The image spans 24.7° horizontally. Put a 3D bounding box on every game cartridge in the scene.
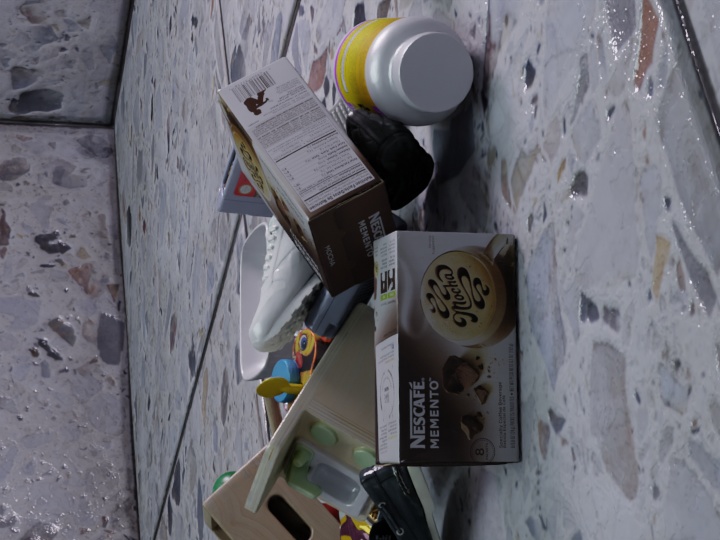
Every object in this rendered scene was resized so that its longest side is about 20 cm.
[{"bbox_3d":[-0.095,-0.127,2.016,0.200,0.132,0.041,116,152,-56],"label":"game cartridge"},{"bbox_3d":[0.000,0.000,1.672,0.134,0.041,0.200,-57,-5,5],"label":"game cartridge"}]

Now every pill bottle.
[{"bbox_3d":[0.044,-0.193,1.593,0.200,0.103,0.105,-153,65,-74],"label":"pill bottle"}]

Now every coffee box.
[{"bbox_3d":[-0.048,-0.089,1.540,0.200,0.079,0.113,54,167,37],"label":"coffee box"},{"bbox_3d":[0.073,0.071,1.443,0.080,0.112,0.202,157,114,-73],"label":"coffee box"}]

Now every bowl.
[{"bbox_3d":[-0.111,0.043,2.202,0.200,0.074,0.202,145,124,-71],"label":"bowl"}]

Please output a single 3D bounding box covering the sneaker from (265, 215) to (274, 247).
[{"bbox_3d":[-0.073,-0.082,1.905,0.200,0.077,0.141,42,-149,-72],"label":"sneaker"}]

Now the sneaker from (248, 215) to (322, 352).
[{"bbox_3d":[-0.064,-0.012,1.622,0.201,0.080,0.076,-59,-3,-20],"label":"sneaker"}]

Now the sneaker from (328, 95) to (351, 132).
[{"bbox_3d":[-0.019,-0.126,1.787,0.201,0.072,0.115,-54,-11,-33],"label":"sneaker"}]

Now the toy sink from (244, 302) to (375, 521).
[{"bbox_3d":[-0.011,0.158,1.605,0.200,0.111,0.131,-57,-8,-39],"label":"toy sink"}]

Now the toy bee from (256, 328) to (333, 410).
[{"bbox_3d":[-0.054,0.106,1.753,0.109,0.130,0.201,-33,78,57],"label":"toy bee"}]

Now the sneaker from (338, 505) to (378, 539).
[{"bbox_3d":[-0.002,0.252,1.779,0.200,0.074,0.091,-116,36,-61],"label":"sneaker"}]

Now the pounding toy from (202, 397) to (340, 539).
[{"bbox_3d":[-0.090,0.268,1.865,0.200,0.142,0.184,47,166,9],"label":"pounding toy"}]

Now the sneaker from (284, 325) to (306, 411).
[{"bbox_3d":[-0.025,0.097,1.890,0.088,0.081,0.201,-28,38,30],"label":"sneaker"}]

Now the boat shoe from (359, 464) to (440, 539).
[{"bbox_3d":[0.038,0.240,1.543,0.200,0.066,0.075,77,173,-52],"label":"boat shoe"}]

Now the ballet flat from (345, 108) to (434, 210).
[{"bbox_3d":[0.031,-0.110,1.615,0.057,0.066,0.200,46,176,19],"label":"ballet flat"}]
